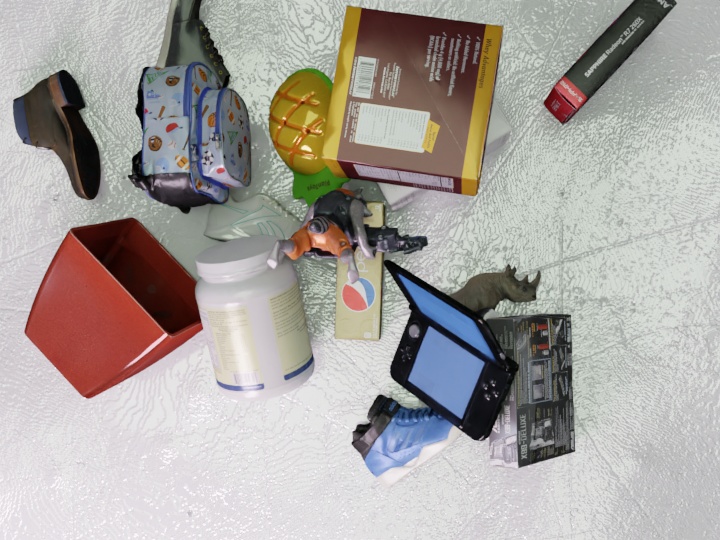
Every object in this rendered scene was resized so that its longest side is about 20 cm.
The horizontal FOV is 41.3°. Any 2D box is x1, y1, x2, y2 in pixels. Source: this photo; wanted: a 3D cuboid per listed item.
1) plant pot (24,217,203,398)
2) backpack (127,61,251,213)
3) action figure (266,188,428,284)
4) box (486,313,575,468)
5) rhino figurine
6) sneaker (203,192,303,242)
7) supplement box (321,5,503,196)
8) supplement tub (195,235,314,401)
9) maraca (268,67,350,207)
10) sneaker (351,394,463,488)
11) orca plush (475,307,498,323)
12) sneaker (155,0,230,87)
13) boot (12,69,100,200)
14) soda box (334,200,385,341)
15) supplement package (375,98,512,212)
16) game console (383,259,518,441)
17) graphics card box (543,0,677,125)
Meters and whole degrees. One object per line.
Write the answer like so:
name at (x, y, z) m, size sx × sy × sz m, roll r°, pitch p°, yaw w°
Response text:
plant pot at (-0.351, 0.063, 1.359) m, size 0.200 × 0.200 × 0.176 m, roll 46°, pitch 105°, yaw 3°
backpack at (-0.234, -0.190, 1.322) m, size 0.153 × 0.200 × 0.192 m, roll -11°, pitch 85°, yaw 3°
action figure at (-0.015, -0.056, 1.266) m, size 0.198 × 0.194 × 0.105 m, roll -2°, pitch 118°, yaw 14°
box at (0.238, 0.163, 1.326) m, size 0.049 × 0.157 × 0.202 m, roll -2°, pitch 89°, yaw 41°
rhino figurine at (0.175, 0.053, 1.380) m, size 0.199 × 0.060 × 0.088 m, roll -31°, pitch 91°, yaw 1°
sneaker at (-0.129, -0.071, 1.398) m, size 0.198 × 0.070 × 0.081 m, roll 9°, pitch 87°, yaw 5°
supplement box at (0.070, -0.215, 1.233) m, size 0.198 × 0.133 × 0.199 m, roll 9°, pitch 87°, yaw 6°
supplement tub at (-0.150, 0.065, 1.335) m, size 0.144 × 0.145 × 0.202 m, roll -10°, pitch 107°, yaw 4°
maraca at (-0.070, -0.190, 1.372) m, size 0.137 × 0.107 × 0.202 m, roll -15°, pitch 85°, yaw 43°
sneaker at (0.071, 0.214, 1.359) m, size 0.200 × 0.077 × 0.111 m, roll -41°, pitch 89°, yaw 24°
orca plush at (0.182, 0.145, 1.354) m, size 0.105 × 0.071 × 0.201 m, roll -54°, pitch 126°, yaw -35°
sneaker at (-0.233, -0.340, 1.414) m, size 0.105 × 0.075 × 0.202 m, roll 16°, pitch 99°, yaw 0°
boot at (-0.455, -0.190, 1.429) m, size 0.096 × 0.075 × 0.202 m, roll -18°, pitch 80°, yaw 15°
soda box at (0.000, 0.000, 1.390) m, size 0.067 × 0.064 × 0.202 m, roll 2°, pitch 90°, yaw 4°
supplement package at (0.100, -0.188, 1.358) m, size 0.199 × 0.121 × 0.120 m, roll -31°, pitch 86°, yaw 3°
game console at (0.098, 0.106, 1.268) m, size 0.200 × 0.116 × 0.177 m, roll 33°, pitch 107°, yaw 44°
graphics card box at (0.346, -0.302, 1.341) m, size 0.051 × 0.125 × 0.200 m, roll 44°, pitch 93°, yaw 4°
